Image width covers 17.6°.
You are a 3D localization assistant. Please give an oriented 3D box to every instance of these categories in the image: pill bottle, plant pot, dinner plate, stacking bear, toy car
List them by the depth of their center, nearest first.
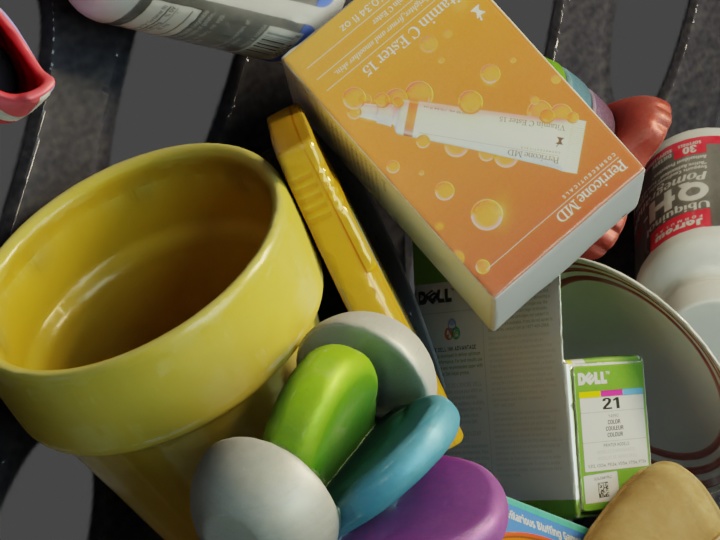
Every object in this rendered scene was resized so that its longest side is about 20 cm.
[{"bbox_3d":[0.007,0.134,1.246,0.175,0.149,0.201,-48,145,-45],"label":"toy car"},{"bbox_3d":[-0.100,0.059,1.363,0.201,0.200,0.189,-51,132,-30],"label":"plant pot"},{"bbox_3d":[-0.114,-0.199,1.417,0.199,0.114,0.114,10,79,-37],"label":"pill bottle"},{"bbox_3d":[0.182,0.067,1.565,0.024,0.200,0.201,-43,111,-28],"label":"dinner plate"},{"bbox_3d":[0.088,-0.106,1.571,0.200,0.114,0.122,29,82,-21],"label":"stacking bear"},{"bbox_3d":[0.246,-0.004,1.629,0.111,0.110,0.200,48,27,-24],"label":"pill bottle"}]

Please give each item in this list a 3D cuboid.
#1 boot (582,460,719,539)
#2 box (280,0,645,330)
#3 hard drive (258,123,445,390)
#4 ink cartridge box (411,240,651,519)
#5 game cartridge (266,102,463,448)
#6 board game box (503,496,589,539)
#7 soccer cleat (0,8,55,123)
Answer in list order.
[{"bbox_3d":[0.185,0.219,1.395,0.200,0.066,0.176,-25,88,-58],"label":"boot"},{"bbox_3d":[0.063,-0.084,1.439,0.124,0.098,0.200,-40,78,-6],"label":"box"},{"bbox_3d":[-0.033,0.017,1.502,0.135,0.042,0.201,-32,104,-36],"label":"hard drive"},{"bbox_3d":[0.112,0.063,1.543,0.076,0.148,0.201,-1,86,-40],"label":"ink cartridge box"},{"bbox_3d":[0.000,0.000,1.404,0.032,0.176,0.201,-24,103,1],"label":"game cartridge"},{"bbox_3d":[0.102,0.237,1.371,0.152,0.045,0.201,24,47,-47],"label":"board game box"},{"bbox_3d":[-0.253,-0.164,1.326,0.200,0.076,0.067,51,58,-23],"label":"soccer cleat"}]
